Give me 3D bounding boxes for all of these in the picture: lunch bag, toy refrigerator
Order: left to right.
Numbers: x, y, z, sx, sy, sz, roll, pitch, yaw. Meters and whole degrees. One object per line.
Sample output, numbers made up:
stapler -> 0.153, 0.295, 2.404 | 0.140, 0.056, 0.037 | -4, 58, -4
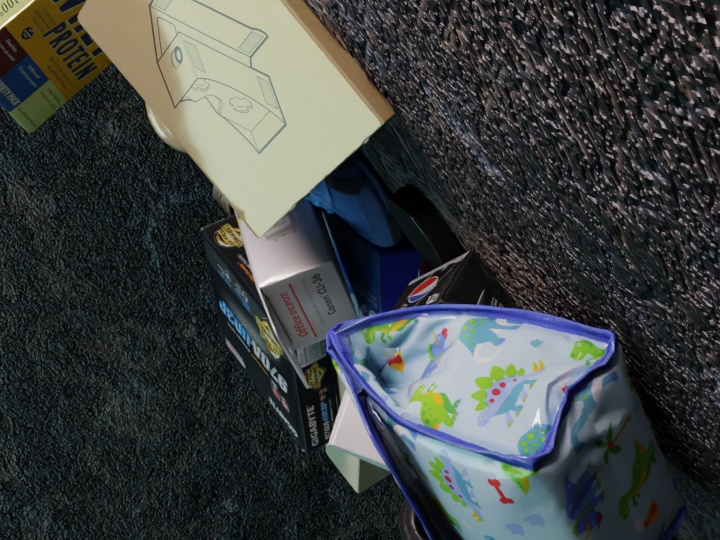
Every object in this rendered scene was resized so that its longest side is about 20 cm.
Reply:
toy refrigerator -> 0.009, 0.131, 1.156 | 0.070, 0.075, 0.202 | 46, 152, 32
lunch bag -> 0.078, 0.114, 0.720 | 0.198, 0.128, 0.171 | 14, 142, 45

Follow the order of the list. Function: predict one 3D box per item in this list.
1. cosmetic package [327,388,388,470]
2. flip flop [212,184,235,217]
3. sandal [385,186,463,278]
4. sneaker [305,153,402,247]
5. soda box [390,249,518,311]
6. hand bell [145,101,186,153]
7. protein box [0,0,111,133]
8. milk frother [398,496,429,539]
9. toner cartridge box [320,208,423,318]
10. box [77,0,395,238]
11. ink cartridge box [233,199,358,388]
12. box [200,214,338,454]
cosmetic package -> 0.077, 0.138, 0.928 | 0.197, 0.086, 0.108 | 21, 173, -1
flip flop -> -0.134, -0.105, 1.208 | 0.081, 0.057, 0.203 | -94, -12, -74
sandal -> 0.067, 0.023, 0.871 | 0.201, 0.048, 0.075 | 54, 172, -30
sneaker -> -0.045, -0.084, 0.910 | 0.201, 0.078, 0.066 | 51, 172, -22
soda box -> 0.104, 0.089, 0.811 | 0.070, 0.064, 0.201 | -27, 108, 41
hand bell -> -0.112, -0.152, 1.011 | 0.105, 0.104, 0.199 | 52, 164, -23
protein box -> -0.312, -0.283, 1.059 | 0.200, 0.198, 0.135 | 46, 174, 22
milk frother -> 0.119, 0.228, 1.149 | 0.188, 0.180, 0.201 | 44, 168, 32
toner cartridge box -> 0.000, 0.000, 1.043 | 0.200, 0.042, 0.097 | -143, 48, -63
box -> -0.088, -0.135, 0.744 | 0.201, 0.021, 0.163 | 50, 137, -3
ink cartridge box -> -0.057, -0.015, 0.976 | 0.117, 0.067, 0.202 | 66, -176, -58
box -> -0.091, 0.061, 1.155 | 0.200, 0.045, 0.161 | 46, 151, 43
